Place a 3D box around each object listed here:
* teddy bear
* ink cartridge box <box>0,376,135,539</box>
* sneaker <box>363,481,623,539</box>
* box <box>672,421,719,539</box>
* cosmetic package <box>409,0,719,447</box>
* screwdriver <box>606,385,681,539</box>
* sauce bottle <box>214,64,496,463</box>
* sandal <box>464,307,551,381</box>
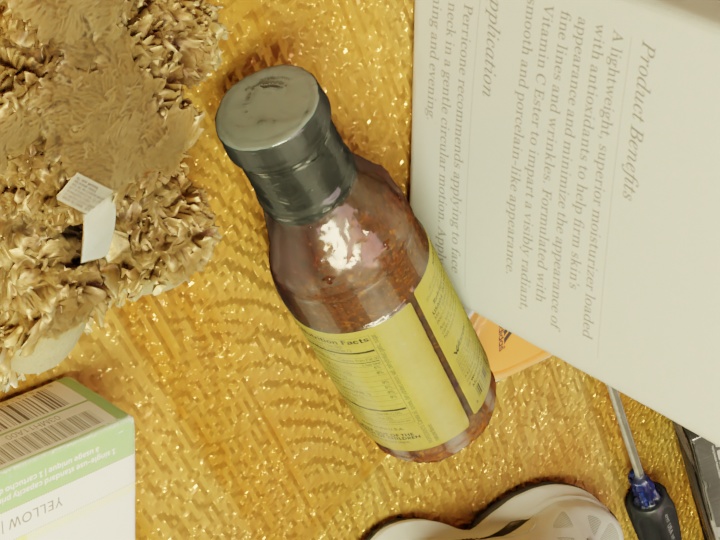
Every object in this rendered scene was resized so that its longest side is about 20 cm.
[{"bbox_3d":[-0.097,-0.053,0.549,0.145,0.067,0.201,-42,146,-17],"label":"teddy bear"},{"bbox_3d":[-0.148,0.152,0.620,0.145,0.048,0.202,-22,125,-40],"label":"ink cartridge box"},{"bbox_3d":[0.092,0.166,0.846,0.200,0.115,0.076,-3,114,-48],"label":"sneaker"},{"bbox_3d":[0.267,0.105,1.002,0.157,0.049,0.201,-23,138,3],"label":"box"},{"bbox_3d":[0.144,-0.057,0.700,0.164,0.199,0.166,-26,131,-37],"label":"cosmetic package"},{"bbox_3d":[0.144,0.103,0.943,0.029,0.028,0.200,-27,136,4],"label":"screwdriver"},{"bbox_3d":[0.000,0.000,0.681,0.066,0.066,0.201,-47,140,-18],"label":"sauce bottle"},{"bbox_3d":[0.129,0.009,0.838,0.206,0.059,0.080,-31,133,-34],"label":"sandal"}]
